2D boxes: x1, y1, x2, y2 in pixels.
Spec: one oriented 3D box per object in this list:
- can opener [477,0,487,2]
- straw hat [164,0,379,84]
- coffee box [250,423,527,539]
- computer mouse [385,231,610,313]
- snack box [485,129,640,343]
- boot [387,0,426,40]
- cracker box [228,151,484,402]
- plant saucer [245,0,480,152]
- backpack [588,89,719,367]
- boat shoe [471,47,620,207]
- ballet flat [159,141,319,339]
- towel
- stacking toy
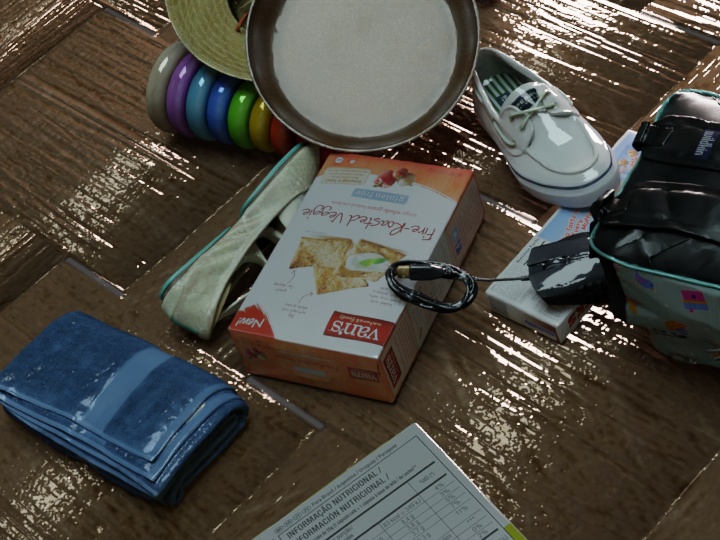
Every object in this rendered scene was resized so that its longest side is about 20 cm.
[{"bbox_3d":[0.140,-0.330,1.587,0.066,0.053,0.201,33,59,2],"label":"can opener"},{"bbox_3d":[-0.072,-0.235,1.481,0.198,0.085,0.204,-2,72,5],"label":"straw hat"},{"bbox_3d":[0.028,0.255,0.956,0.199,0.201,0.198,-34,46,-13],"label":"coffee box"},{"bbox_3d":[0.117,-0.001,1.233,0.197,0.034,0.059,-5,59,-2],"label":"computer mouse"},{"bbox_3d":[0.185,-0.030,1.295,0.071,0.024,0.200,25,60,36],"label":"snack box"},{"bbox_3d":[0.055,-0.275,1.481,0.073,0.096,0.203,10,70,-9],"label":"boot"},{"bbox_3d":[0.000,0.000,1.307,0.132,0.058,0.201,9,52,26],"label":"cracker box"},{"bbox_3d":[0.003,-0.193,1.396,0.197,0.032,0.203,-1,79,5],"label":"plant saucer"},{"bbox_3d":[0.283,-0.018,1.158,0.198,0.154,0.176,11,54,39],"label":"backpack"},{"bbox_3d":[0.137,-0.119,1.346,0.073,0.067,0.200,-35,38,-8],"label":"boat shoe"},{"bbox_3d":[-0.084,-0.021,1.366,0.062,0.068,0.200,37,68,10],"label":"ballet flat"},{"bbox_3d":[-0.189,0.100,1.284,0.199,0.049,0.112,22,57,34],"label":"towel"},{"bbox_3d":[-0.089,-0.140,1.460,0.198,0.086,0.086,19,56,26],"label":"stacking toy"}]
